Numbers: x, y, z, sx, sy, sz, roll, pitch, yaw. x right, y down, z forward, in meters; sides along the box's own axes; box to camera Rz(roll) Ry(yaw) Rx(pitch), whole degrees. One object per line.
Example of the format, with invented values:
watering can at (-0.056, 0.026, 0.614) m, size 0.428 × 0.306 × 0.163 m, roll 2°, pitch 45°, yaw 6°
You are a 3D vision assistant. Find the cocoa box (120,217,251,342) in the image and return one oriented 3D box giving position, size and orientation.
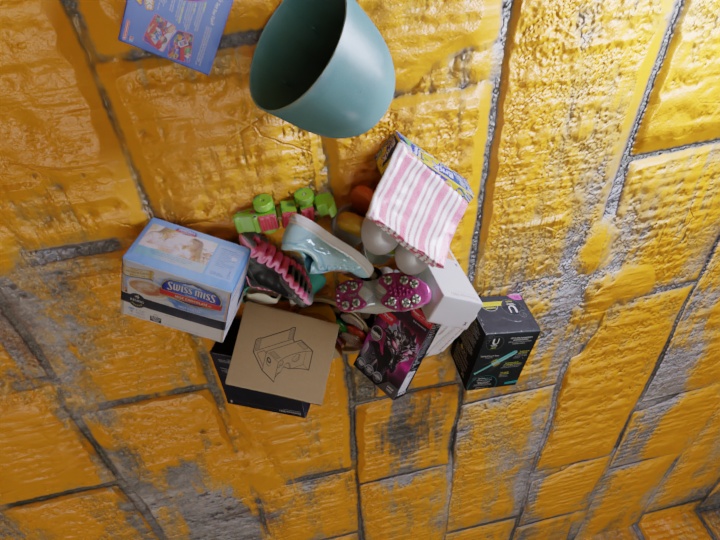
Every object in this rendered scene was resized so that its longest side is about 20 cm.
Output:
cocoa box at (-0.317, 0.016, 1.032) m, size 0.196 × 0.135 × 0.133 m, roll 17°, pitch 127°, yaw -5°

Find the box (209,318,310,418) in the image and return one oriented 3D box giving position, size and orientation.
box at (-0.207, 0.216, 1.249) m, size 0.195 × 0.105 × 0.185 m, roll 8°, pitch 133°, yaw 12°

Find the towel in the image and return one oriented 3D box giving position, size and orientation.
towel at (0.106, -0.111, 0.998) m, size 0.198 × 0.030 × 0.149 m, roll 33°, pitch 73°, yaw -34°

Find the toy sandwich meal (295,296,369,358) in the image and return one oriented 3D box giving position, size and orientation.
toy sandwich meal at (-0.073, 0.139, 1.243) m, size 0.201 × 0.071 × 0.208 m, roll 17°, pitch 141°, yaw 14°

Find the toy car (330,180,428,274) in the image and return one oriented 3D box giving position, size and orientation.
toy car at (0.051, -0.092, 1.082) m, size 0.198 × 0.174 × 0.153 m, roll 29°, pitch 82°, yaw -34°

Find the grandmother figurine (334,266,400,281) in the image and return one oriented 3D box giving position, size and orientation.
grandmother figurine at (0.000, 0.000, 1.169) m, size 0.196 × 0.121 × 0.062 m, roll 14°, pitch 99°, yaw -26°

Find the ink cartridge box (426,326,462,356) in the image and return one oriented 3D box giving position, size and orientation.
ink cartridge box at (0.157, 0.122, 1.274) m, size 0.147 × 0.083 × 0.198 m, roll -49°, pitch 155°, yaw 22°

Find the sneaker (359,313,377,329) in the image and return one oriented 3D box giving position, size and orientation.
sneaker at (0.058, 0.091, 1.279) m, size 0.196 × 0.080 × 0.130 m, roll -27°, pitch 134°, yaw 9°

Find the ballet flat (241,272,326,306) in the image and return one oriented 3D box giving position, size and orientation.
ballet flat at (-0.164, 0.045, 1.180) m, size 0.195 × 0.071 × 0.068 m, roll -1°, pitch 131°, yaw -15°

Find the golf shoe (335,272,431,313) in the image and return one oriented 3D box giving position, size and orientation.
golf shoe at (0.051, 0.049, 1.120) m, size 0.195 × 0.077 × 0.091 m, roll -2°, pitch 167°, yaw 23°

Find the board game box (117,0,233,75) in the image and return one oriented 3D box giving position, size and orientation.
board game box at (-0.244, -0.395, 0.782) m, size 0.132 × 0.045 × 0.202 m, roll 14°, pitch 125°, yaw -26°

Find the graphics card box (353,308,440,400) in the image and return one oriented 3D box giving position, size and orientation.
graphics card box at (0.077, 0.150, 1.176) m, size 0.050 × 0.125 × 0.203 m, roll -6°, pitch 127°, yaw -55°

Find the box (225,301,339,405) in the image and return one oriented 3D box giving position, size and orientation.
box at (-0.153, 0.166, 1.126) m, size 0.195 × 0.167 × 0.021 m, roll 14°, pitch 166°, yaw -4°

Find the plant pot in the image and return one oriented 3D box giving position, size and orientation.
plant pot at (-0.042, -0.293, 0.838) m, size 0.200 × 0.203 × 0.159 m, roll -43°, pitch 141°, yaw 23°

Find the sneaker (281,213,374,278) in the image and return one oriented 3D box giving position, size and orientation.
sneaker at (-0.065, -0.023, 1.049) m, size 0.198 × 0.074 × 0.083 m, roll 32°, pitch 82°, yaw -26°

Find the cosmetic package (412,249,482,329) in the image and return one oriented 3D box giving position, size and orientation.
cosmetic package at (0.159, 0.021, 1.159) m, size 0.099 × 0.202 × 0.072 m, roll 13°, pitch 123°, yaw -27°

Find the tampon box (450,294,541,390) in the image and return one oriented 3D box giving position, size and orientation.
tampon box at (0.328, 0.177, 1.400) m, size 0.146 × 0.128 × 0.203 m, roll -2°, pitch 131°, yaw -15°

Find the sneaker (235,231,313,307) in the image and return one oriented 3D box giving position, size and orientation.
sneaker at (-0.180, 0.010, 1.122) m, size 0.200 × 0.079 × 0.095 m, roll 43°, pitch 114°, yaw -15°

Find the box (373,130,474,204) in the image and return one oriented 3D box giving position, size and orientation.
box at (0.122, -0.177, 1.069) m, size 0.198 × 0.065 × 0.070 m, roll 26°, pitch 120°, yaw -32°

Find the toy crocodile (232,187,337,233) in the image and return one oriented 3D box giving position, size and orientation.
toy crocodile at (-0.140, -0.105, 1.059) m, size 0.195 × 0.062 × 0.068 m, roll -11°, pitch 133°, yaw -6°
